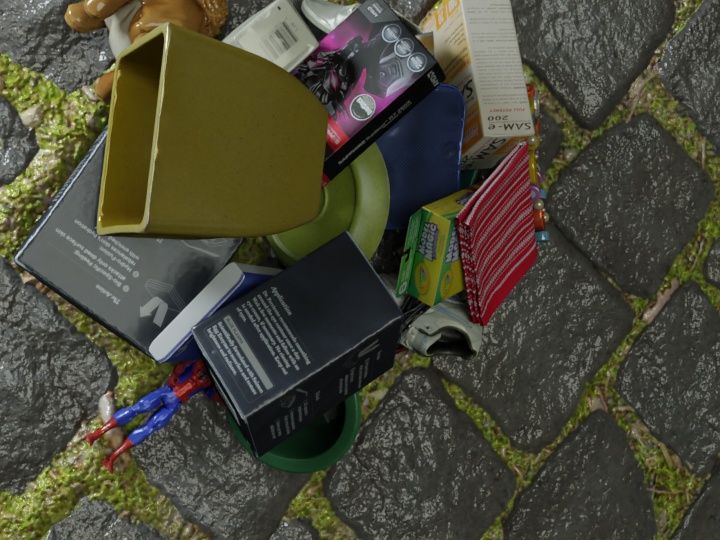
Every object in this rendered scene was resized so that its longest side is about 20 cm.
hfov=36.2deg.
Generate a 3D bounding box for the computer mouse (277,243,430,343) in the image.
[{"bbox_3d":[0.000,0.000,1.358,0.140,0.046,0.200,-41,75,-16],"label":"computer mouse"}]

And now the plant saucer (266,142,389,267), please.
[{"bbox_3d":[-0.052,-0.085,1.305,0.031,0.197,0.204,2,93,-52],"label":"plant saucer"}]

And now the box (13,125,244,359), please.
[{"bbox_3d":[-0.259,-0.037,1.260,0.196,0.117,0.202,37,79,-17],"label":"box"}]

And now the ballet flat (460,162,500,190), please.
[{"bbox_3d":[0.135,-0.065,1.439,0.068,0.068,0.202,34,81,-31],"label":"ballet flat"}]

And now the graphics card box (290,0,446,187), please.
[{"bbox_3d":[-0.015,-0.202,1.251,0.199,0.051,0.126,-39,66,4],"label":"graphics card box"}]

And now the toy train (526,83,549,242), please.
[{"bbox_3d":[0.212,-0.140,1.447,0.055,0.150,0.204,-5,87,13],"label":"toy train"}]

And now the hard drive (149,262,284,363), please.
[{"bbox_3d":[-0.144,0.049,1.230,0.132,0.200,0.025,-45,78,9],"label":"hard drive"}]

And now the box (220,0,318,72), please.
[{"bbox_3d":[-0.122,-0.249,1.263,0.082,0.200,0.069,-42,105,-12],"label":"box"}]

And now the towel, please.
[{"bbox_3d":[0.170,-0.040,1.335,0.145,0.022,0.202,-49,146,-26],"label":"towel"}]

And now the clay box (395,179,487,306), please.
[{"bbox_3d":[0.121,-0.035,1.331,0.199,0.047,0.117,-27,134,-48],"label":"clay box"}]

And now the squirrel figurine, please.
[{"bbox_3d":[-0.252,-0.331,1.266,0.199,0.141,0.189,-31,92,-30],"label":"squirrel figurine"}]

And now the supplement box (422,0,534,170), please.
[{"bbox_3d":[0.143,-0.241,1.374,0.072,0.126,0.204,-4,77,-20],"label":"supplement box"}]

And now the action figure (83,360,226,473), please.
[{"bbox_3d":[-0.226,0.161,1.304,0.199,0.099,0.066,-39,106,-16],"label":"action figure"}]

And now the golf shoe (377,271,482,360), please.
[{"bbox_3d":[0.063,0.063,1.386,0.196,0.098,0.079,9,122,-9],"label":"golf shoe"}]

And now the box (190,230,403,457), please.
[{"bbox_3d":[-0.066,0.086,1.204,0.198,0.197,0.118,-31,74,-13],"label":"box"}]

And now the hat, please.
[{"bbox_3d":[-0.052,0.152,1.407,0.197,0.176,0.169,15,103,10],"label":"hat"}]

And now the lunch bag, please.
[{"bbox_3d":[0.041,-0.157,1.362,0.133,0.132,0.204,0,101,-23],"label":"lunch bag"}]

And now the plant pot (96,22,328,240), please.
[{"bbox_3d":[-0.144,-0.122,1.136,0.197,0.195,0.198,7,87,-26],"label":"plant pot"}]

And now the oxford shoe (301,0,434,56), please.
[{"bbox_3d":[0.013,-0.297,1.333,0.075,0.198,0.059,-21,135,-51],"label":"oxford shoe"}]
